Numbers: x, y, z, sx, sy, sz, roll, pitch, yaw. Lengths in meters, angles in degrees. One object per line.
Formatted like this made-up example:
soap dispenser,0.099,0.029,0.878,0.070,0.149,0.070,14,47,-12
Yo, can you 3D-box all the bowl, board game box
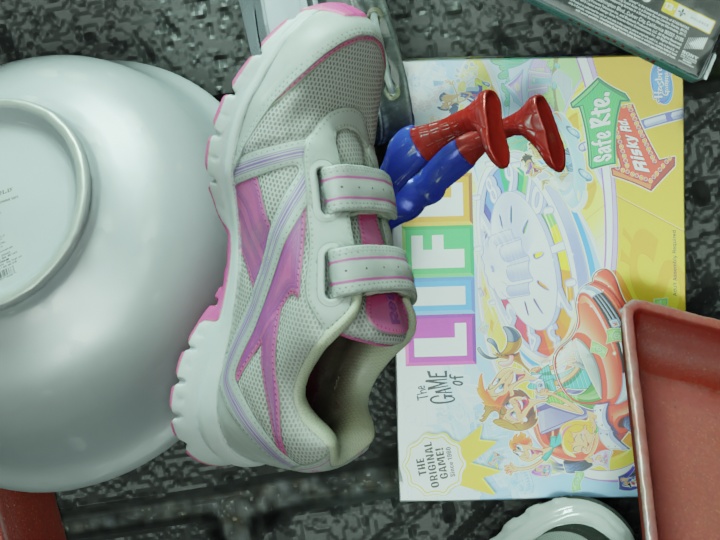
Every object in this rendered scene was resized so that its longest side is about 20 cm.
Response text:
bowl,-0.143,-0.014,1.084,0.199,0.090,0.203,-7,68,18
board game box,0.081,0.003,1.149,0.133,0.034,0.202,-2,97,3

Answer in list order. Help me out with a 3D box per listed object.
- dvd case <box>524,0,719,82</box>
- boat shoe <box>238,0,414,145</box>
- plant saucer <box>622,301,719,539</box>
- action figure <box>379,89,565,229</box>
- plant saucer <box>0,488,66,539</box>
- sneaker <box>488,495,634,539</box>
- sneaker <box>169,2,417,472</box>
dvd case,0.127,-0.203,1.111,0.145,0.022,0.201,25,88,0
boat shoe,-0.020,-0.146,1.116,0.070,0.072,0.202,-8,86,-15
plant saucer,0.199,0.123,1.074,0.198,0.201,0.037,14,138,-19
action figure,0.000,0.000,1.103,0.199,0.065,0.100,-21,75,37
plant saucer,-0.245,0.112,1.175,0.198,0.037,0.202,-14,96,4
sneaker,0.043,0.184,1.142,0.074,0.079,0.200,40,112,-9
sneaker,-0.012,-0.007,1.030,0.088,0.081,0.202,18,106,36
